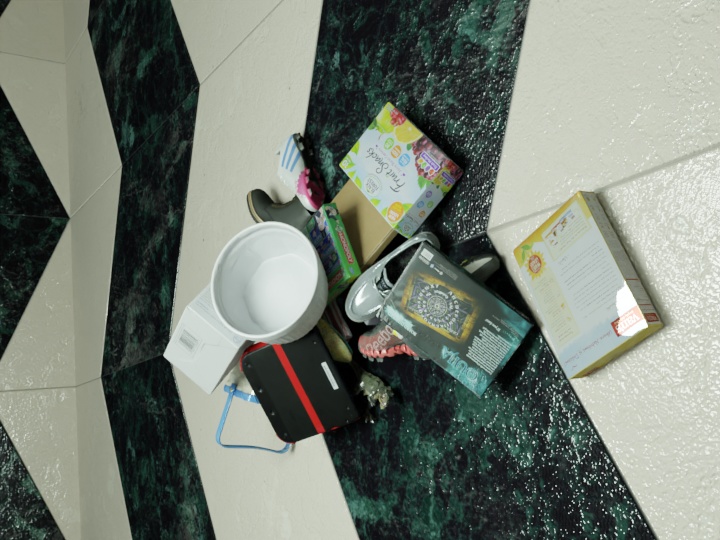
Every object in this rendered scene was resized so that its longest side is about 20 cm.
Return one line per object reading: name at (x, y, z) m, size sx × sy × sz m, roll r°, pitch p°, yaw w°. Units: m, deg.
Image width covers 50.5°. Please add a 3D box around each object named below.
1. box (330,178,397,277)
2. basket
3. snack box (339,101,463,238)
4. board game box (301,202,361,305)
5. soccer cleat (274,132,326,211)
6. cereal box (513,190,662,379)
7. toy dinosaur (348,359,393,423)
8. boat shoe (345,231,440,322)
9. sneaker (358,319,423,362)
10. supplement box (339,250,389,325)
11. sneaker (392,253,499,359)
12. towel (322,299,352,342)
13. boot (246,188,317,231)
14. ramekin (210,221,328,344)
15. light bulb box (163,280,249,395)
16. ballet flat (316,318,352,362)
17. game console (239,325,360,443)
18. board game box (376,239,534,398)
box at (0.020, -0.114, 1.346) m, size 0.201 × 0.021 × 0.164 m, roll -50°, pitch 48°, yaw 14°
basket at (-0.202, 0.269, 1.574) m, size 0.138 × 0.174 × 0.205 m, roll 14°, pitch 90°, yaw 52°
snack box at (0.064, -0.171, 1.282) m, size 0.143 × 0.053 × 0.201 m, roll -50°, pitch 47°, yaw 13°
board game box at (-0.073, -0.014, 1.375) m, size 0.200 × 0.029 × 0.137 m, roll -42°, pitch 66°, yaw 55°
soccer cleat at (-0.127, -0.189, 1.569) m, size 0.085 × 0.069 × 0.204 m, roll -32°, pitch 53°, yaw 24°
cereal box at (0.291, 0.020, 1.005) m, size 0.144 × 0.039 × 0.204 m, roll -46°, pitch 54°, yaw 44°
toy dinosaur at (0.007, 0.221, 1.397) m, size 0.199 × 0.047 × 0.090 m, roll 34°, pitch 112°, yaw 55°
boat shoe at (0.047, 0.010, 1.254) m, size 0.200 × 0.071 × 0.070 m, roll -42°, pitch 86°, yaw 11°
sneaker at (0.061, 0.098, 1.285) m, size 0.198 × 0.070 × 0.100 m, roll -13°, pitch 97°, yaw 52°
supplement box at (0.000, 0.000, 1.398) m, size 0.200 × 0.060 × 0.111 m, roll 45°, pitch 124°, yaw 47°
sneaker at (0.143, 0.055, 1.170) m, size 0.199 × 0.074 × 0.085 m, roll -41°, pitch 89°, yaw 15°
towel at (-0.079, 0.107, 1.484) m, size 0.149 × 0.029 × 0.201 m, roll 63°, pitch 146°, yaw 21°
boot at (-0.158, -0.136, 1.626) m, size 0.201 × 0.076 × 0.139 m, roll 52°, pitch 126°, yaw 25°
ramekin at (-0.146, 0.030, 1.307) m, size 0.195 × 0.105 × 0.205 m, roll -6°, pitch 70°, yaw 16°
light bulb box at (-0.250, 0.093, 1.460) m, size 0.124 × 0.201 × 0.199 m, roll 38°, pitch 137°, yaw 0°
ballet flat at (-0.098, 0.102, 1.384) m, size 0.201 × 0.070 × 0.071 m, roll 50°, pitch 133°, yaw 3°
game console at (-0.112, 0.208, 1.380) m, size 0.174 × 0.031 × 0.203 m, roll -23°, pitch 103°, yaw 19°
board game box at (0.135, 0.070, 1.116) m, size 0.199 × 0.028 × 0.137 m, roll 38°, pitch 106°, yaw 10°
